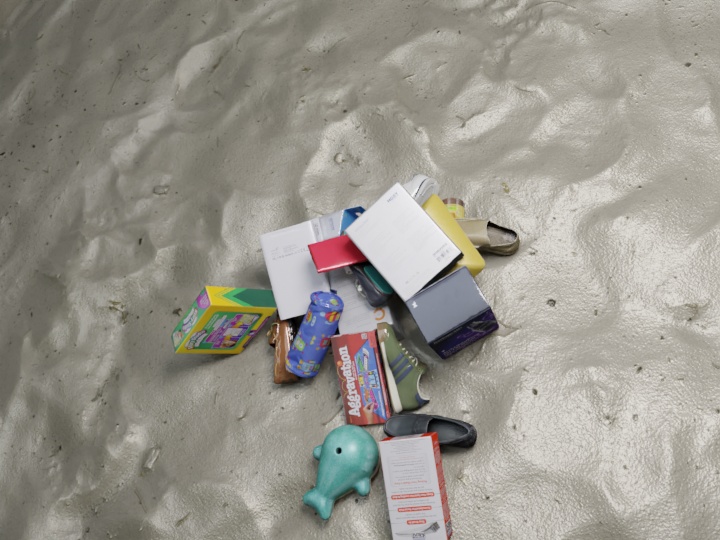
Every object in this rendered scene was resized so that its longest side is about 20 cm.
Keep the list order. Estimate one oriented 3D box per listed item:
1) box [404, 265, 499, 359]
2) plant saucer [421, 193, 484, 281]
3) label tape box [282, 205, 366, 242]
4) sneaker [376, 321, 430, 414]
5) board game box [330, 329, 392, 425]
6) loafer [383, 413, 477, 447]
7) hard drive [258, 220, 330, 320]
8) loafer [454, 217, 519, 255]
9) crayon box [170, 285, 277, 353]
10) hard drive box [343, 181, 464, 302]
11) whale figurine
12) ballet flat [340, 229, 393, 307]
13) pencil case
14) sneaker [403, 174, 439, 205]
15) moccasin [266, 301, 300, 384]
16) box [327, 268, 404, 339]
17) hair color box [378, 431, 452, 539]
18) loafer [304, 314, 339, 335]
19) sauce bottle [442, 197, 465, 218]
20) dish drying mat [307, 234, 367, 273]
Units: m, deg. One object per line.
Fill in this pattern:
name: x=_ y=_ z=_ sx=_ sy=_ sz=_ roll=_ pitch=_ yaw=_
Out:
box: x=0.193 y=0.092 z=1.524 sx=0.148 sy=0.200 sz=0.105 roll=-31 pitch=69 yaw=6
plant saucer: x=0.146 y=-0.030 z=1.608 sx=0.200 sy=0.048 sz=0.200 roll=57 pitch=132 yaw=15
label tape box: x=-0.065 y=-0.083 z=1.745 sx=0.199 sy=0.143 sz=0.066 roll=-15 pitch=76 yaw=15
sneaker: x=0.096 y=0.201 z=1.566 sx=0.089 sy=0.067 sz=0.201 roll=-12 pitch=95 yaw=4
board game box: x=0.002 y=0.234 z=1.589 sx=0.103 sy=0.019 sz=0.201 roll=-9 pitch=94 yaw=19
loafer: x=0.140 y=0.326 z=1.516 sx=0.200 sy=0.070 sz=0.068 roll=2 pitch=66 yaw=21
hard drive: x=-0.146 y=0.000 z=1.680 sx=0.131 sy=0.025 sz=0.201 roll=-15 pitch=91 yaw=14
loafer: x=0.260 y=-0.083 z=1.621 sx=0.199 sy=0.067 sz=0.076 roll=5 pitch=68 yaw=-5
crayon box: x=-0.317 y=0.117 z=1.695 sx=0.200 sy=0.172 sz=0.058 roll=-48 pitch=51 yaw=36
hard drive box: x=0.091 y=-0.056 z=1.522 sx=0.156 sy=0.077 sz=0.200 roll=-41 pitch=78 yaw=7
whale figurine: x=-0.048 y=0.416 z=1.532 sx=0.159 sy=0.104 sz=0.200 roll=33 pitch=82 yaw=30
ballet flat: x=0.000 y=0.000 z=1.618 sx=0.073 sy=0.073 sz=0.200 roll=-35 pitch=64 yaw=3
pencil case: x=-0.103 y=0.137 z=1.626 sx=0.087 sy=0.078 sz=0.201 roll=35 pitch=114 yaw=32
sneaker: x=0.104 y=-0.145 z=1.762 sx=0.080 sy=0.076 sz=0.200 roll=29 pitch=75 yaw=42
moccasin: x=-0.187 y=0.168 z=1.730 sx=0.077 sy=0.074 sz=0.202 roll=-11 pitch=72 yaw=8
box: x=0.011 y=0.069 z=1.676 sx=0.124 sy=0.098 sz=0.201 roll=-19 pitch=60 yaw=12
hair color box: x=0.109 y=0.429 z=1.451 sx=0.110 sy=0.064 sz=0.201 roll=-10 pitch=82 yaw=18
loafer: x=-0.100 y=0.087 z=1.733 sx=0.069 sy=0.075 sz=0.201 roll=-27 pitch=68 yaw=3
sauce bottle: x=0.208 y=-0.068 z=1.679 sx=0.064 sy=0.065 sz=0.201 roll=-6 pitch=64 yaw=19
dish drying mat: x=-0.009 y=-0.049 z=1.594 sx=0.199 sy=0.018 sz=0.077 roll=-16 pitch=62 yaw=-12
